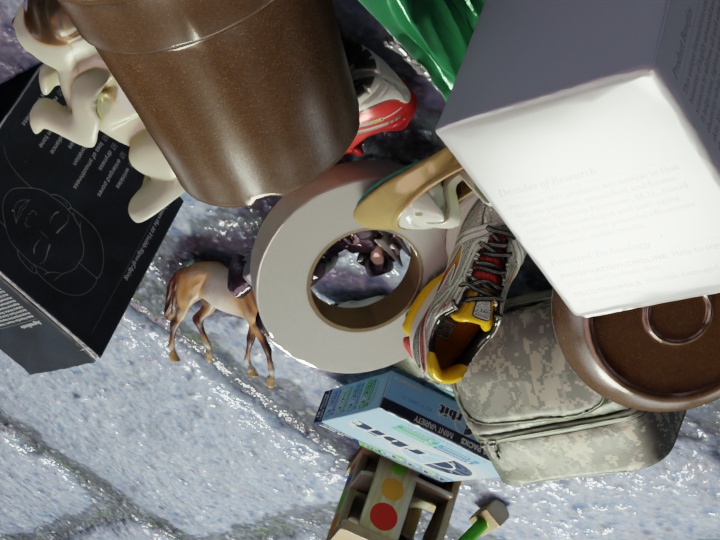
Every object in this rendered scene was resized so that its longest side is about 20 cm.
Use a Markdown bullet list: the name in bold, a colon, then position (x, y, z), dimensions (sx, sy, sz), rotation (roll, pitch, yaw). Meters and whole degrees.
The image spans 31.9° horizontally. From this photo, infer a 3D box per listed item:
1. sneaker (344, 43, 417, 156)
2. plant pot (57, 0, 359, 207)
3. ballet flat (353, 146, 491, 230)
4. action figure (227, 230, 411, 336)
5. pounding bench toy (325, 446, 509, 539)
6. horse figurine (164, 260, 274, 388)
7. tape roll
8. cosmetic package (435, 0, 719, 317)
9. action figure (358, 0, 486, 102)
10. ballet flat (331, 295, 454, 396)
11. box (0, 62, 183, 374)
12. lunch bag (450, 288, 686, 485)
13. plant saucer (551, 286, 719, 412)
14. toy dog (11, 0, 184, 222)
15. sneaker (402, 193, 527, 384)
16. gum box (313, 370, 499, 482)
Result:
- **sneaker**: position (-0.036, -0.119, 1.053), dimensions (0.198, 0.078, 0.084), rotation (-11, 149, 44)
- **plant pot**: position (-0.097, -0.168, 0.894), dimensions (0.198, 0.202, 0.200), rotation (1, 136, 27)
- **ballet flat**: position (0.078, -0.071, 1.003), dimensions (0.199, 0.064, 0.068), rotation (-33, 157, 27)
- **action figure**: position (-0.039, -0.025, 1.174), dimensions (0.199, 0.070, 0.130), rotation (-34, 107, 30)
- **pounding bench toy**: position (0.067, 0.310, 1.481), dimensions (0.198, 0.157, 0.125), rotation (24, 145, -4)
- **horse figurine**: position (-0.138, 0.038, 1.299), dimensions (0.198, 0.050, 0.135), rotation (12, 103, 33)
- **tape roll**: position (0.000, 0.000, 1.119), dimensions (0.200, 0.037, 0.205), rotation (-8, 123, -12)
- **cosmetic package**: position (0.188, -0.103, 0.867), dimensions (0.165, 0.169, 0.200), rotation (-13, 132, 39)
- **action figure**: position (0.057, -0.181, 0.912), dimensions (0.054, 0.119, 0.200), rotation (23, 161, 40)
- **ballet flat**: position (0.034, 0.062, 1.267), dimensions (0.197, 0.075, 0.075), rotation (19, 145, 1)
- **box**: position (-0.301, -0.045, 1.177), dimensions (0.123, 0.202, 0.197), rotation (-14, 131, 42)
- **lunch bag**: position (0.181, 0.090, 1.161), dimensions (0.198, 0.140, 0.169), rotation (-13, 115, 38)
- **plant saucer**: position (0.255, 0.029, 1.023), dimensions (0.197, 0.032, 0.203), rotation (0, 110, -1)
- **toy dog**: position (-0.190, -0.168, 1.016), dimensions (0.193, 0.141, 0.200), rotation (-26, 124, 31)
- **sneaker**: position (0.105, 0.010, 1.079), dimensions (0.077, 0.082, 0.202), rotation (16, 110, -18)
- **gum box**: position (0.060, 0.171, 1.347), dimensions (0.168, 0.045, 0.200), rotation (26, 160, -14)
